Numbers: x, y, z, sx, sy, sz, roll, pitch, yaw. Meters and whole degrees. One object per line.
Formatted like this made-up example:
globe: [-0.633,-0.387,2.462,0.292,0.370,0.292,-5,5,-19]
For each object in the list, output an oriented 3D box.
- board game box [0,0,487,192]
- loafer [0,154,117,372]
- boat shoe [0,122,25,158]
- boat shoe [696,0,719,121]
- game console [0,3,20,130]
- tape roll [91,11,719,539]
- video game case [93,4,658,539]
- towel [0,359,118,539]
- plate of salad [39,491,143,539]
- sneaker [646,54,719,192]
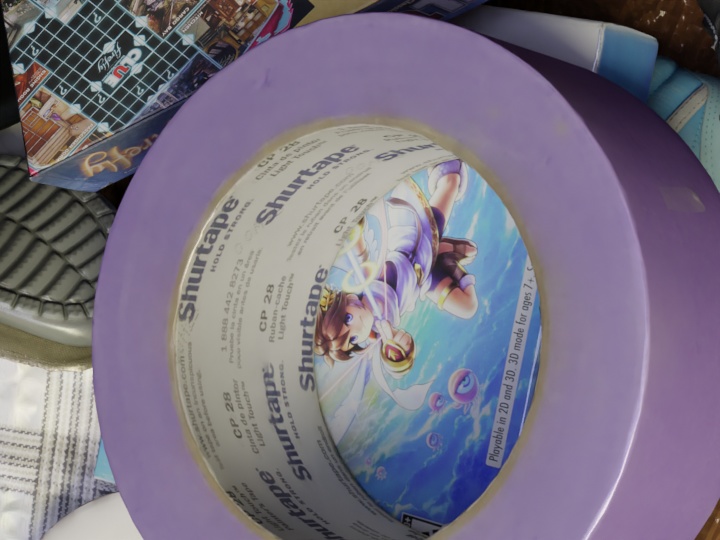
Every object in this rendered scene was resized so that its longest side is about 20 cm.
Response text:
board game box: [-0.043,-0.125,0.742,0.200,0.035,0.136,-22,70,31]
loafer: [-0.160,-0.004,0.831,0.200,0.075,0.070,21,139,30]
boat shoe: [-0.160,-0.030,0.899,0.075,0.062,0.200,46,108,19]
boat shoe: [0.147,-0.059,0.695,0.070,0.200,0.066,21,102,-18]
game console: [-0.109,-0.152,0.834,0.200,0.031,0.178,-19,72,33]
tape roll: [0.017,0.023,0.683,0.199,0.085,0.201,-3,84,31]
video game case: [0.000,0.000,0.773,0.181,0.045,0.201,13,93,35]
towel: [-0.063,0.096,0.854,0.192,0.035,0.201,8,86,9]
plate of salad: [-0.073,0.180,0.784,0.199,0.048,0.201,3,95,37]
sneaker: [0.087,0.010,0.799,0.130,0.080,0.201,28,99,13]
